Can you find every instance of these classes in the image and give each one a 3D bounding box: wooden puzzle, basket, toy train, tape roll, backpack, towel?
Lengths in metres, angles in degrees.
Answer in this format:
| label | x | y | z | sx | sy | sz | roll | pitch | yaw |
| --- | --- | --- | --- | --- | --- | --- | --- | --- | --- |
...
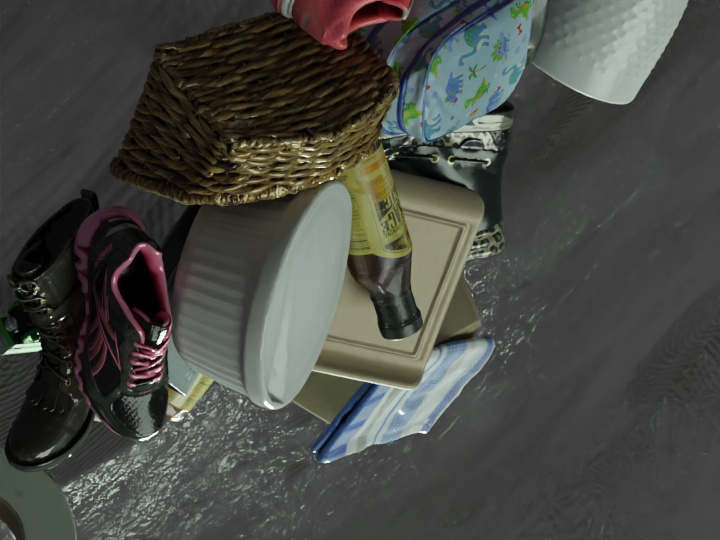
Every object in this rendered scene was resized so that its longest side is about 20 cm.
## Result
| label | x | y | z | sx | sy | sz | roll | pitch | yaw |
| --- | --- | --- | --- | --- | --- | --- | --- | --- | --- |
| wooden puzzle | 0.000 | 0.000 | 1.809 | 0.184 | 0.037 | 0.201 | 13 | 107 | -20 |
| basket | -0.079 | -0.111 | 1.613 | 0.200 | 0.143 | 0.149 | -24 | 153 | -40 |
| toy train | -0.262 | 0.052 | 1.772 | 0.056 | 0.042 | 0.200 | -38 | 163 | 25 |
| tape roll | -0.356 | 0.250 | 1.769 | 0.202 | 0.203 | 0.037 | -30 | 157 | -29 |
| backpack | 0.072 | -0.200 | 1.734 | 0.199 | 0.154 | 0.163 | -17 | 143 | -23 |
| towel | 0.047 | 0.130 | 2.008 | 0.200 | 0.024 | 0.147 | -9 | 143 | -54 |

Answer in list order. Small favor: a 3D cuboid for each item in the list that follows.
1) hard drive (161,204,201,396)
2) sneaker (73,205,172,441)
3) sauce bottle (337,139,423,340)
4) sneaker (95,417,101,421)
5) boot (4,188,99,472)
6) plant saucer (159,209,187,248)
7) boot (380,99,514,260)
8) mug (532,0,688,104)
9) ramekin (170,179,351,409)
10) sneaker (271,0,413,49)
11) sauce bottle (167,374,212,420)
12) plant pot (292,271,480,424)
| label | x | y | z | sx | sy | sz | roll | pitch | yaw |
| --- | --- | --- | --- | --- | --- | --- | --- | --- | --- |
| hard drive | -0.137 | 0.001 | 1.732 | 0.200 | 0.033 | 0.140 | -59 | 156 | -9 |
| sneaker | -0.184 | 0.052 | 1.595 | 0.079 | 0.095 | 0.201 | -16 | 113 | -29 |
| sauce bottle | 0.011 | -0.033 | 1.745 | 0.066 | 0.066 | 0.201 | -32 | 120 | -25 |
| sneaker | -0.212 | 0.112 | 1.940 | 0.200 | 0.073 | 0.085 | -15 | 166 | -35 |
| boot | -0.261 | 0.050 | 1.644 | 0.200 | 0.069 | 0.174 | -62 | 155 | -27 |
| plant saucer | -0.122 | -0.036 | 1.857 | 0.200 | 0.032 | 0.200 | -37 | 161 | -15 |
| boot | 0.045 | -0.080 | 1.835 | 0.203 | 0.074 | 0.154 | -6 | 116 | -8 |
| mug | 0.219 | -0.277 | 1.855 | 0.199 | 0.148 | 0.176 | 14 | 119 | -31 |
| ramekin | -0.085 | 0.009 | 1.645 | 0.202 | 0.094 | 0.203 | 16 | 90 | -76 |
| sneaker | 0.026 | -0.245 | 1.610 | 0.200 | 0.087 | 0.074 | -35 | 160 | -19 |
| sauce bottle | -0.136 | 0.047 | 1.846 | 0.200 | 0.066 | 0.066 | -54 | 159 | 6 |
| plant pot | 0.008 | 0.052 | 2.069 | 0.199 | 0.177 | 0.200 | -26 | 155 | -36 |
